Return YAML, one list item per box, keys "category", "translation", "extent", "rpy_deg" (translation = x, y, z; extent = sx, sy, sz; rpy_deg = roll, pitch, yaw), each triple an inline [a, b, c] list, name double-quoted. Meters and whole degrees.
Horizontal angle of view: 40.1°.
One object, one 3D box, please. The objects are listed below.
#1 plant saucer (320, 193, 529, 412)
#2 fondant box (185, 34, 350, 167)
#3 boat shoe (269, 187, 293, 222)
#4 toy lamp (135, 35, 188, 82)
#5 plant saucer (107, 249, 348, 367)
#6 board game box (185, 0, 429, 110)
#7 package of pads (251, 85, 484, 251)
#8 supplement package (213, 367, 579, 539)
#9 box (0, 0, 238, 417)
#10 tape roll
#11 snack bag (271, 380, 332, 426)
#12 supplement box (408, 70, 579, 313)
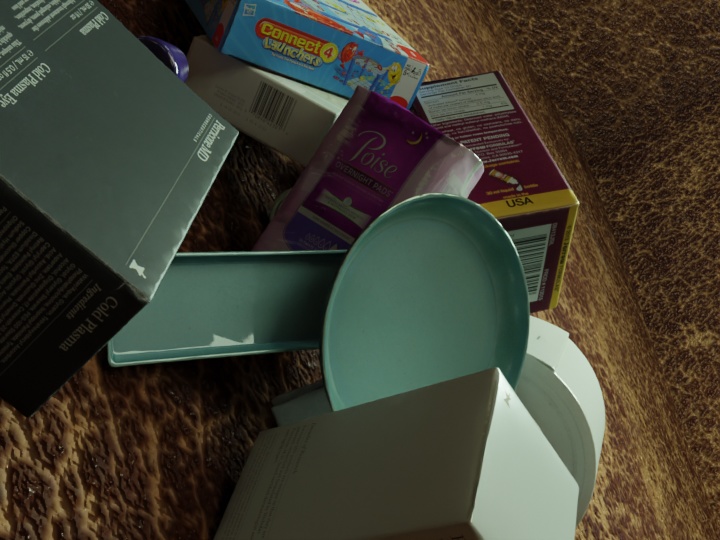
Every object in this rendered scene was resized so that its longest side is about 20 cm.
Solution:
- category: "plant saucer"
  translation: [0.047, 0.045, 0.728]
  extent: [0.198, 0.027, 0.204]
  rpy_deg: [-6, 99, -36]
- category: "fondant box"
  translation: [-0.069, -0.171, 0.931]
  extent: [0.143, 0.059, 0.200]
  rpy_deg: [29, 21, 4]
- category: "boat shoe"
  translation: [0.000, 0.000, 0.904]
  extent: [0.199, 0.075, 0.062]
  rpy_deg: [33, -4, 17]
- category: "toy lamp"
  translation: [-0.181, -0.138, 0.718]
  extent: [0.059, 0.058, 0.200]
  rpy_deg: [61, 20, -7]
- category: "plant saucer"
  translation: [-0.082, 0.022, 0.674]
  extent: [0.198, 0.019, 0.071]
  rpy_deg: [-2, 86, -35]
- category: "board game box"
  translation: [-0.061, -0.235, 0.927]
  extent: [0.194, 0.056, 0.201]
  rpy_deg: [14, 26, -32]
- category: "package of pads"
  translation: [-0.002, -0.034, 0.791]
  extent: [0.120, 0.201, 0.076]
  rpy_deg: [32, -4, 27]
- category: "supplement package"
  translation: [0.022, 0.162, 0.626]
  extent: [0.117, 0.198, 0.118]
  rpy_deg: [53, 36, -25]
- category: "box"
  translation: [-0.180, -0.063, 0.515]
  extent: [0.182, 0.104, 0.201]
  rpy_deg: [42, 27, -16]
- category: "tape roll"
  translation: [0.119, 0.148, 0.900]
  extent: [0.205, 0.201, 0.139]
  rpy_deg: [63, 20, 0]
- category: "snack bag"
  translation: [0.051, 0.154, 0.773]
  extent: [0.021, 0.197, 0.191]
  rpy_deg: [110, -41, -73]
- category: "supplement box"
  translation: [0.110, -0.071, 0.914]
  extent: [0.132, 0.101, 0.201]
  rpy_deg: [90, -14, -44]
